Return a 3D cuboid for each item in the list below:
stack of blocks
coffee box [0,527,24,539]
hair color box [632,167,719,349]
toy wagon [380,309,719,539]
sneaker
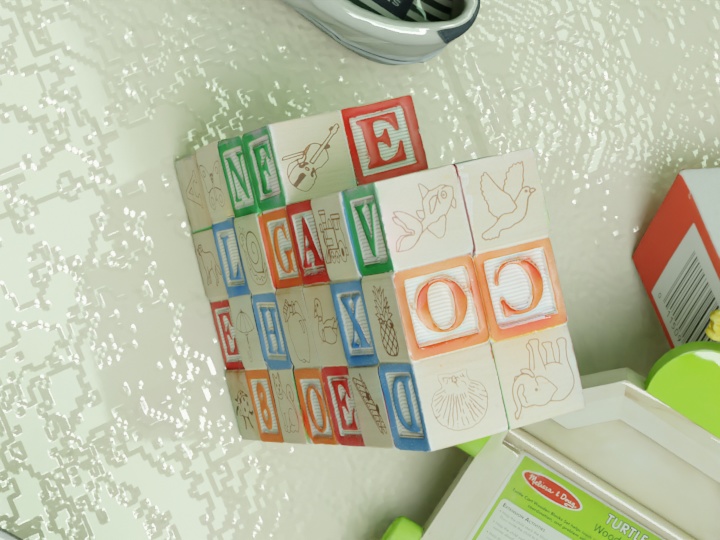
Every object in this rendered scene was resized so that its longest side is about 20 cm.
[{"bbox_3d":[0.000,0.000,0.751,0.058,0.200,0.116,-14,92,-21],"label":"stack of blocks"},{"bbox_3d":[-0.181,0.162,0.671,0.200,0.198,0.200,30,77,-14],"label":"coffee box"},{"bbox_3d":[0.229,0.012,0.888,0.199,0.064,0.111,-4,54,-22],"label":"hair color box"},{"bbox_3d":[0.102,0.102,0.820,0.155,0.040,0.200,32,102,-1],"label":"toy wagon"},{"bbox_3d":[-0.038,-0.147,0.816,0.199,0.071,0.073,25,78,-18],"label":"sneaker"}]
